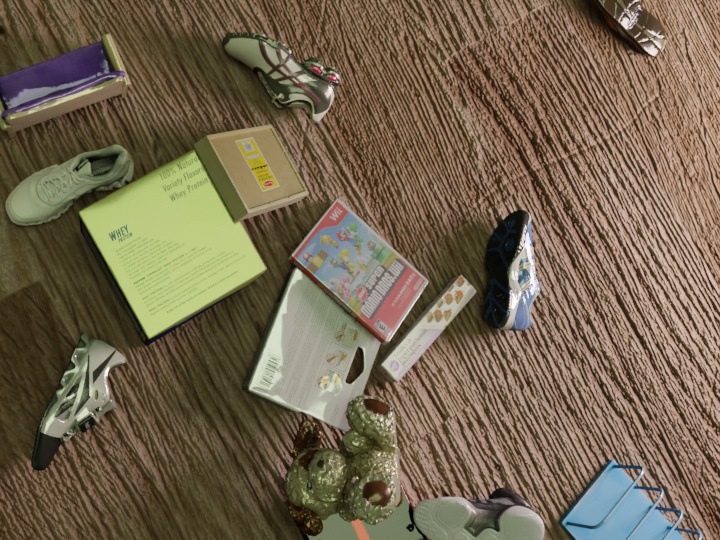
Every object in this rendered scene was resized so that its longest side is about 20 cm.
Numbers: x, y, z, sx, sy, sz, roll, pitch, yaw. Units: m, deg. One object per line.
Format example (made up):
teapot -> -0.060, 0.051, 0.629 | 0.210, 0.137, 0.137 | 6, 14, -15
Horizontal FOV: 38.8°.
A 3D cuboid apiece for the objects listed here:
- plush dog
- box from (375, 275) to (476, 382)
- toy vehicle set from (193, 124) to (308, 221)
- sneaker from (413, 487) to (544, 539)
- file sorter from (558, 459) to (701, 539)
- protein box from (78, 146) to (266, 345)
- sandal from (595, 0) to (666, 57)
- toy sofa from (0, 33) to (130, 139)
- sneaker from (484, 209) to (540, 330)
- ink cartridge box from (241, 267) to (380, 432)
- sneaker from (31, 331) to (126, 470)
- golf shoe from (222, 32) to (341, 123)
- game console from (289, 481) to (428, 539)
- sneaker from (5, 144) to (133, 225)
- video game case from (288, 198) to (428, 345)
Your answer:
plush dog -> -0.028, 0.303, 1.491 | 0.168, 0.162, 0.203 | -5, 49, 5
box -> 0.104, 0.092, 1.616 | 0.039, 0.041, 0.200 | 44, 73, -4
toy vehicle set -> -0.157, -0.149, 1.518 | 0.026, 0.199, 0.126 | -29, 89, 26
sneaker -> 0.181, 0.378, 1.566 | 0.196, 0.114, 0.077 | 6, 95, 8
file sorter -> 0.445, 0.424, 1.614 | 0.139, 0.123, 0.200 | -44, 94, -16
protein box -> -0.275, -0.032, 1.483 | 0.197, 0.135, 0.202 | -31, 91, -16
sandal -> 0.461, -0.457, 1.793 | 0.200, 0.054, 0.082 | 42, 79, -20
toy sofa -> -0.443, -0.274, 1.495 | 0.197, 0.098, 0.084 | -24, 88, -16
sneaker -> 0.251, 0.002, 1.662 | 0.076, 0.075, 0.204 | 19, 76, -34
ink cartridge box -> -0.066, 0.122, 1.565 | 0.171, 0.043, 0.203 | 26, 75, -17
sneaker -> -0.396, 0.196, 1.448 | 0.087, 0.074, 0.203 | 25, 76, -8
golf shoe -> -0.129, -0.307, 1.598 | 0.197, 0.077, 0.090 | 22, 84, -10
game console -> 0.006, 0.400, 1.552 | 0.175, 0.031, 0.203 | -25, 88, -12
sneaker -> -0.425, -0.131, 1.488 | 0.198, 0.081, 0.076 | -29, 91, -16
video game case -> 0.000, 0.000, 1.588 | 0.199, 0.017, 0.144 | 41, 54, -5
